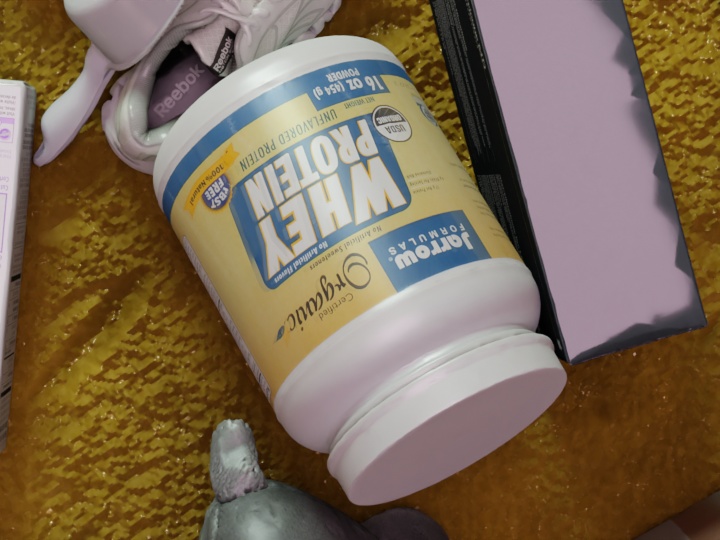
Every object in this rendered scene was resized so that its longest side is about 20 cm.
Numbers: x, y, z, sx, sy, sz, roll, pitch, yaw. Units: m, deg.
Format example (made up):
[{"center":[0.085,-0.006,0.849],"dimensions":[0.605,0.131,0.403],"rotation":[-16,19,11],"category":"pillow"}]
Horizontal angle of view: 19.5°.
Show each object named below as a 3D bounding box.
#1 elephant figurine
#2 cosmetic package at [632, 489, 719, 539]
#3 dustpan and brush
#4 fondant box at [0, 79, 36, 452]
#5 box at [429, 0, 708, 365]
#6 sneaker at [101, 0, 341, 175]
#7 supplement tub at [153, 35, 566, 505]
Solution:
[{"center":[0.013,0.186,1.091],"dimensions":[0.200,0.142,0.155],"rotation":[5,135,-11],"category":"elephant figurine"},{"center":[0.225,0.157,1.110],"dimensions":[0.200,0.103,0.087],"rotation":[-29,95,-3],"category":"cosmetic package"},{"center":[-0.123,-0.136,1.081],"dimensions":[0.057,0.140,0.200],"rotation":[35,111,-27],"category":"dustpan and brush"},{"center":[-0.252,-0.006,1.098],"dimensions":[0.144,0.058,0.200],"rotation":[5,91,-3],"category":"fondant box"},{"center":[0.103,-0.061,1.074],"dimensions":[0.079,0.141,0.200],"rotation":[-15,94,-2],"category":"box"},{"center":[-0.060,-0.135,1.092],"dimensions":[0.075,0.081,0.200],"rotation":[35,89,-2],"category":"sneaker"},{"center":[0.000,0.000,1.040],"dimensions":[0.145,0.145,0.200],"rotation":[-30,71,-1],"category":"supplement tub"}]
